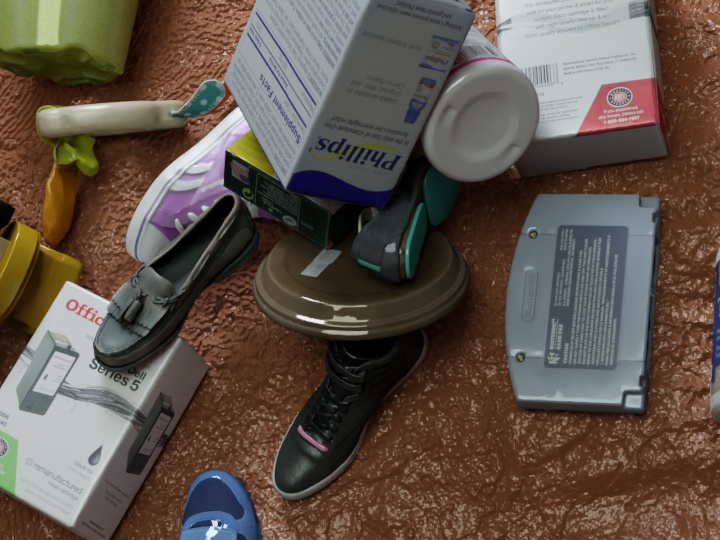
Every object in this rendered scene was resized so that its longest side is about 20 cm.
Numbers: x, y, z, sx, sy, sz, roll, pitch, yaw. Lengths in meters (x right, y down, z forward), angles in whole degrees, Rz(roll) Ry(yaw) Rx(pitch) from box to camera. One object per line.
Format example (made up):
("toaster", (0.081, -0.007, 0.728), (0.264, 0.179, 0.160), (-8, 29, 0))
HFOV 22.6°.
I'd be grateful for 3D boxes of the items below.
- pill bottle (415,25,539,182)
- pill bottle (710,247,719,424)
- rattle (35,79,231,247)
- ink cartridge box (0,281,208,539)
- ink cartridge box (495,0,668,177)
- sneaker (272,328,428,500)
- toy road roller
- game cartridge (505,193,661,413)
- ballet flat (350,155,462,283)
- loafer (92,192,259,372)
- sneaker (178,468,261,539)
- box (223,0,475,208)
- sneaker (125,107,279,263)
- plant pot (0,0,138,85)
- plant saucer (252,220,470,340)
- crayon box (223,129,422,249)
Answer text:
("pill bottle", (0.071, -0.173, 1.626), (0.113, 0.114, 0.200), (-37, 38, 0))
("pill bottle", (0.353, 0.031, 1.514), (0.110, 0.111, 0.202), (0, 68, 17))
("rattle", (-0.218, -0.112, 1.782), (0.198, 0.130, 0.145), (-4, 76, -13))
("ink cartridge box", (-0.257, 0.132, 1.680), (0.144, 0.084, 0.201), (24, 76, 24))
("ink cartridge box", (0.204, -0.202, 1.671), (0.143, 0.084, 0.202), (-7, 69, 15))
("sneaker", (-0.022, 0.111, 1.607), (0.071, 0.099, 0.201), (37, 84, 25))
("toy road roller", (-0.360, 0.000, 1.754), (0.124, 0.145, 0.200), (-64, 22, -7))
("game cartridge", (0.197, 0.028, 1.609), (0.132, 0.042, 0.202), (0, 68, 22))
("ballet flat", (0.038, -0.056, 1.619), (0.072, 0.074, 0.200), (3, 32, 19))
("loafer", (-0.175, 0.005, 1.641), (0.072, 0.063, 0.200), (31, 64, 28))
("sneaker", (-0.134, 0.268, 1.587), (0.073, 0.082, 0.202), (-7, 64, 16))
("box", (-0.015, -0.191, 1.560), (0.201, 0.104, 0.184), (-63, 35, 26))
("sneaker", (-0.130, -0.065, 1.732), (0.201, 0.073, 0.114), (-46, 66, -5))
("plant pot", (-0.297, -0.293, 1.827), (0.198, 0.200, 0.187), (0, 79, 17))
("plant saucer", (0.000, 0.000, 1.620), (0.198, 0.030, 0.201), (-3, 30, 2))
("crayon box", (-0.019, -0.117, 1.691), (0.126, 0.051, 0.200), (31, 50, 21))
